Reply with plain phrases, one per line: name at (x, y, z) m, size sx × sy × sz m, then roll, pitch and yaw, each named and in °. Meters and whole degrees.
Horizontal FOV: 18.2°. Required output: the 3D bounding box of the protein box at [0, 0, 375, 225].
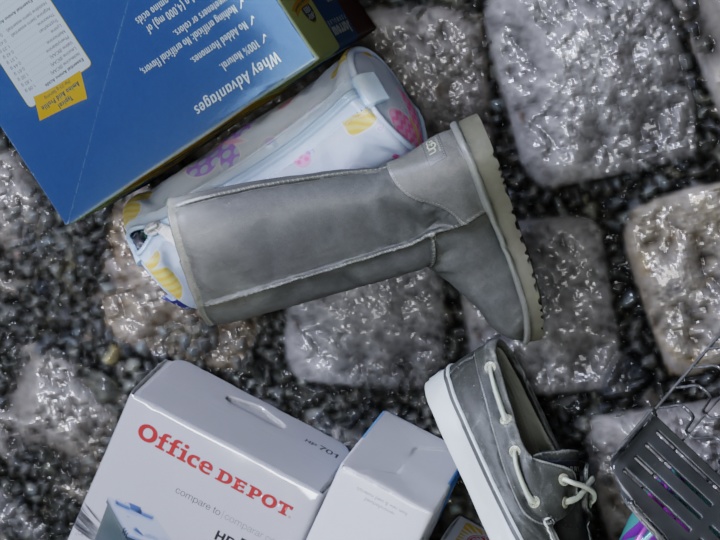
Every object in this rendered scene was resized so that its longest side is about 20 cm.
protein box at (-0.138, -0.171, 1.383) m, size 0.198 × 0.135 × 0.200 m, roll -32°, pitch 94°, yaw 20°

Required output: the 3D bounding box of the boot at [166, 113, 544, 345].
boot at (0.000, 0.000, 1.376) m, size 0.200 × 0.073 × 0.182 m, roll -22°, pitch 122°, yaw 0°

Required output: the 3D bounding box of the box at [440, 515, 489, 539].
box at (0.113, 0.263, 1.442) m, size 0.200 × 0.101 × 0.113 m, roll 29°, pitch 110°, yaw 7°

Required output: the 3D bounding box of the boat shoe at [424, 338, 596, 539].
boat shoe at (0.110, 0.137, 1.402) m, size 0.064 × 0.071 × 0.200 m, roll -35°, pitch 71°, yaw 21°

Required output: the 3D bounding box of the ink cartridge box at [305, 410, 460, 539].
ink cartridge box at (-0.008, 0.204, 1.454) m, size 0.067 × 0.116 × 0.200 m, roll 27°, pitch 110°, yaw 7°

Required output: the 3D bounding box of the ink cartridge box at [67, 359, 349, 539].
ink cartridge box at (-0.113, 0.183, 1.495) m, size 0.146 × 0.086 × 0.200 m, roll 27°, pitch 111°, yaw 8°

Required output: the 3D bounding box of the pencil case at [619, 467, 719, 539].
pencil case at (0.252, 0.206, 1.393) m, size 0.200 × 0.092 × 0.085 m, roll 32°, pitch 71°, yaw 7°

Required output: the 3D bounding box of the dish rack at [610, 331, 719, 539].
dish rack at (0.253, 0.095, 1.341) m, size 0.153 × 0.055 × 0.200 m, roll 42°, pitch 77°, yaw 3°

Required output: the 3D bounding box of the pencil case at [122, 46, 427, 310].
pencil case at (-0.054, -0.058, 1.413) m, size 0.200 × 0.091 × 0.083 m, roll -32°, pitch 57°, yaw 18°
